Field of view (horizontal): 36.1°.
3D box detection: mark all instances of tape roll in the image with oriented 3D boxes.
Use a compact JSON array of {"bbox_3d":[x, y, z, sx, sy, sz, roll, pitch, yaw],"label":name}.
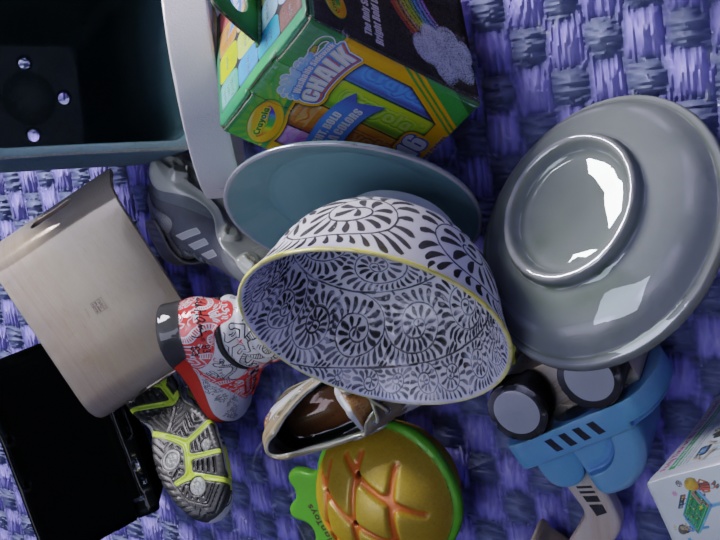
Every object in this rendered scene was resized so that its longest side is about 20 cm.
[{"bbox_3d":[-0.129,-0.164,0.921,0.036,0.203,0.207,-9,102,-2],"label":"tape roll"}]

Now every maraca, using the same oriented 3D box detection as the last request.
[{"bbox_3d":[0.010,0.203,0.974,0.199,0.106,0.139,-34,85,41],"label":"maraca"}]

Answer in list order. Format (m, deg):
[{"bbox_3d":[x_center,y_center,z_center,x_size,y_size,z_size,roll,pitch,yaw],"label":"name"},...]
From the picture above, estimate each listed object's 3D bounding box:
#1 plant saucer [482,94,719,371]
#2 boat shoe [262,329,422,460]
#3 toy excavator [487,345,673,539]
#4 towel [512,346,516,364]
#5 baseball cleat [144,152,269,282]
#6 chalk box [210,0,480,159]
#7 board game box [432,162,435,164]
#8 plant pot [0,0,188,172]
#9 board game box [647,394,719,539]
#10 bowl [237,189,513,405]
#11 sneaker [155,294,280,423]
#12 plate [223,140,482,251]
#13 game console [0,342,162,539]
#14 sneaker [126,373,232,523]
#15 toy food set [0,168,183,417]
[{"bbox_3d":[0.153,-0.035,0.756,0.198,0.050,0.204,-24,54,37],"label":"plant saucer"},{"bbox_3d":[0.005,0.100,0.895,0.199,0.068,0.075,-34,97,24],"label":"boat shoe"},{"bbox_3d":[0.173,0.144,0.844,0.193,0.100,0.201,-30,99,34],"label":"toy excavator"},{"bbox_3d":[0.040,0.040,0.908,0.196,0.018,0.088,-1,114,17],"label":"towel"},{"bbox_3d":[-0.137,-0.028,1.047,0.200,0.069,0.108,48,134,30],"label":"baseball cleat"},{"bbox_3d":[-0.030,-0.163,0.809,0.124,0.197,0.127,-43,39,38],"label":"chalk box"},{"bbox_3d":[0.000,0.000,0.963,0.134,0.034,0.204,13,112,34],"label":"board game box"},{"bbox_3d":[-0.285,-0.184,1.017,0.199,0.193,0.200,-14,84,59],"label":"plant pot"},{"bbox_3d":[0.300,0.105,0.692,0.198,0.147,0.065,-26,91,40],"label":"board game box"},{"bbox_3d":[0.018,0.007,0.793,0.197,0.095,0.202,11,147,7],"label":"bowl"},{"bbox_3d":[-0.104,0.084,1.019,0.106,0.202,0.068,-9,59,9],"label":"sneaker"},{"bbox_3d":[-0.005,-0.050,0.835,0.198,0.199,0.026,-15,57,39],"label":"plate"},{"bbox_3d":[-0.291,0.168,1.140,0.176,0.114,0.203,-179,69,-82],"label":"game console"},{"bbox_3d":[-0.168,0.167,1.100,0.075,0.076,0.201,-37,52,4],"label":"sneaker"},{"bbox_3d":[-0.245,0.025,1.070,0.142,0.060,0.202,-30,102,8],"label":"toy food set"}]
